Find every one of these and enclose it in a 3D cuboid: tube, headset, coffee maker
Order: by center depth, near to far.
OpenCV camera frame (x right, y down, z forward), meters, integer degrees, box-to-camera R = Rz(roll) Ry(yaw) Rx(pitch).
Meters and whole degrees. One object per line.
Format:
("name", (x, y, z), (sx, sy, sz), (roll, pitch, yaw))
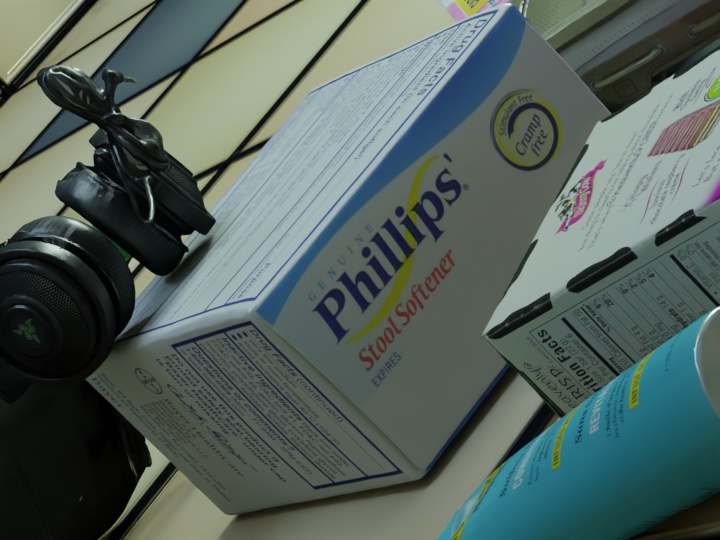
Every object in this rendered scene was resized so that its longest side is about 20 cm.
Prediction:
("tube", (0.071, 0.072, 0.981), (0.200, 0.050, 0.077), (-38, 6, 48))
("headset", (-0.123, -0.019, 1.275), (0.124, 0.094, 0.200), (-53, 3, -29))
("coffee maker", (-0.191, 0.106, 1.401), (0.192, 0.135, 0.200), (-42, 4, 26))

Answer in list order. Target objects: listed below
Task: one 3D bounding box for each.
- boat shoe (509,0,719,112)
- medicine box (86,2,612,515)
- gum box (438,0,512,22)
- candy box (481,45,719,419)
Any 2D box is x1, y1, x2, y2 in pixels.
("boat shoe", (0.109, -0.100, 1.326), (0.200, 0.068, 0.075), (-34, 25, 34))
("medicine box", (0.000, 0.000, 1.274), (0.182, 0.103, 0.200), (-51, 15, -23))
("gum box", (0.104, -0.145, 1.480), (0.113, 0.066, 0.200), (-42, 13, 5))
("candy box", (0.147, -0.036, 1.033), (0.200, 0.061, 0.137), (-31, 19, 42))
